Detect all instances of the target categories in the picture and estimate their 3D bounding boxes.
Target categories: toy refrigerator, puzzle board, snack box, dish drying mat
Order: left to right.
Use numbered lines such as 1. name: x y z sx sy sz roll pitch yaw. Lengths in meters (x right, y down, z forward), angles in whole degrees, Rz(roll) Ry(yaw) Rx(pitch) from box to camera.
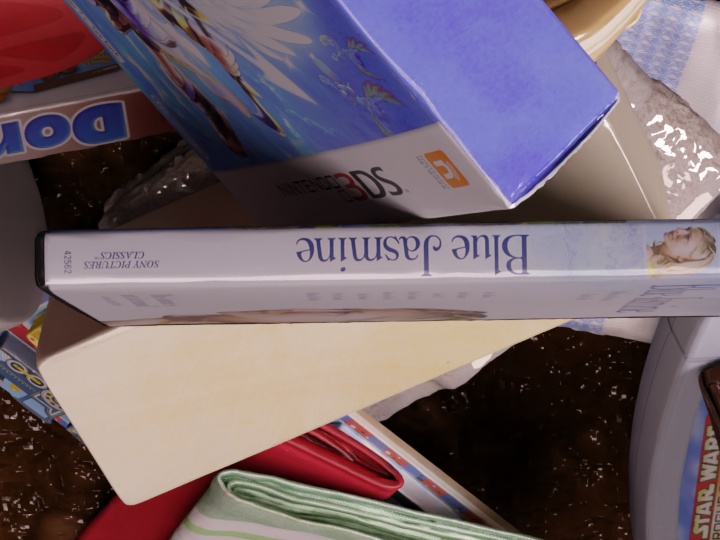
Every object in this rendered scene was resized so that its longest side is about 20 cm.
1. snack box: -0.130 -0.065 0.844 0.199 0.072 0.024 -11 136 -7
2. dish drying mat: -0.054 0.094 0.972 0.077 0.018 0.200 28 149 -10
3. puzzle board: -0.047 0.069 0.961 0.200 0.017 0.151 38 149 -19
4. toy refrigerator: 0.000 0.000 0.829 0.200 0.076 0.070 -23 116 12

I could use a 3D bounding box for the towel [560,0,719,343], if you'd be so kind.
1. towel: 0.063 -0.042 0.902 0.199 0.024 0.147 13 126 -2

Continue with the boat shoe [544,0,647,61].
1. boat shoe: 0.068 -0.105 0.749 0.074 0.200 0.069 12 134 13

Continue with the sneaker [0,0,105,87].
1. sneaker: -0.169 -0.057 0.763 0.199 0.116 0.078 -5 128 16

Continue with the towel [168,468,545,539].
1. towel: -0.006 0.131 0.974 0.152 0.023 0.200 15 154 -11

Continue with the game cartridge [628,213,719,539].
1. game cartridge: 0.167 0.064 0.938 0.133 0.042 0.200 -7 128 -10

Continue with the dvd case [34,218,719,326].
1. dvd case: 0.017 0.002 0.716 0.199 0.143 0.018 -1 84 1

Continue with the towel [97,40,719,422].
1. towel: 0.015 -0.025 0.886 0.200 0.035 0.133 -36 114 28

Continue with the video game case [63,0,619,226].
1. video game case: -0.045 -0.097 0.667 0.200 0.045 0.181 49 163 -13

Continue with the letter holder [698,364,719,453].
1. letter holder: 0.201 0.134 0.885 0.100 0.142 0.200 -18 128 4

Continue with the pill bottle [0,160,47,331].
1. pill bottle: -0.221 0.002 0.917 0.200 0.114 0.114 -18 122 19
